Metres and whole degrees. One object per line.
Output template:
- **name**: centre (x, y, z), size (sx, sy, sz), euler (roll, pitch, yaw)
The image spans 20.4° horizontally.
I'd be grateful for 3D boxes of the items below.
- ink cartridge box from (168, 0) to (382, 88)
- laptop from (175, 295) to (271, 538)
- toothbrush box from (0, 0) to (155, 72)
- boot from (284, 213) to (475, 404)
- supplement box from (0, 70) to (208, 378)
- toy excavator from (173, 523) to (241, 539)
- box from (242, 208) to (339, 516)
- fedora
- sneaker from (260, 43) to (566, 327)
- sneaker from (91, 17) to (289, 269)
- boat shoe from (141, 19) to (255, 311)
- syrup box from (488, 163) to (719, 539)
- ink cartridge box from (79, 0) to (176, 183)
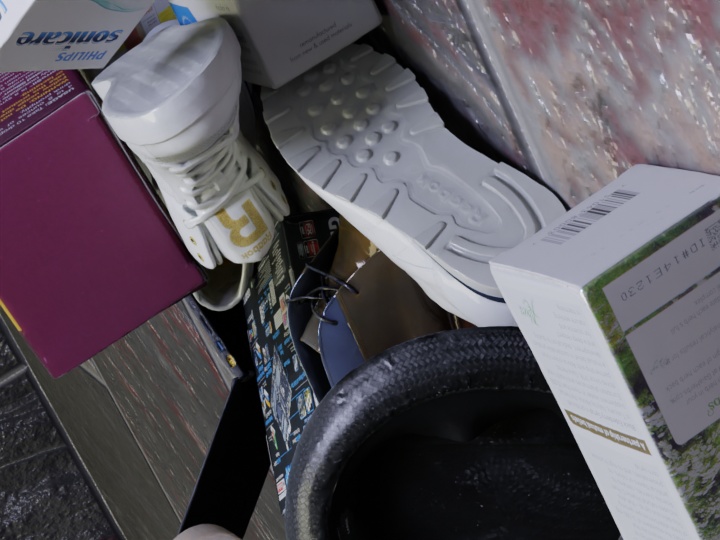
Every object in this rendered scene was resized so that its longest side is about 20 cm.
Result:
- **ink cartridge box**: centre (-0.076, -0.194, 0.955), size (0.201, 0.067, 0.116), euler (63, 165, -19)
- **laptop**: centre (-0.117, 0.083, 1.411), size (0.201, 0.115, 0.187), euler (56, -173, 9)
- **toothbrush box**: centre (-0.119, -0.203, 0.837), size (0.200, 0.085, 0.147), euler (-46, 71, 30)
- **boot**: centre (0.000, 0.000, 1.034), size (0.075, 0.097, 0.201), euler (28, 147, 61)
- **supplement box**: centre (-0.177, -0.050, 1.120), size (0.132, 0.103, 0.200), euler (60, 175, -26)
- **toy excavator**: centre (0.006, 0.193, 1.175), size (0.195, 0.199, 0.100), euler (57, 164, -12)
- **box**: centre (-0.029, 0.062, 1.240), size (0.200, 0.046, 0.161), euler (130, 130, -73)
- **fedora**: centre (0.065, 0.099, 0.917), size (0.092, 0.199, 0.202), euler (-92, -24, -70)
- **sneaker**: centre (0.023, -0.032, 0.945), size (0.200, 0.076, 0.081), euler (46, 168, 33)
- **sneaker**: centre (-0.069, -0.055, 0.962), size (0.116, 0.073, 0.200), euler (57, 177, -14)
- **boat shoe**: centre (-0.095, -0.051, 1.203), size (0.203, 0.074, 0.087), euler (90, 170, -45)
- **syrup box**: centre (0.136, 0.067, 0.770), size (0.201, 0.078, 0.081), euler (63, 164, -17)
- **ink cartridge box**: centre (-0.166, -0.166, 1.260), size (0.145, 0.083, 0.201), euler (41, 156, 46)
